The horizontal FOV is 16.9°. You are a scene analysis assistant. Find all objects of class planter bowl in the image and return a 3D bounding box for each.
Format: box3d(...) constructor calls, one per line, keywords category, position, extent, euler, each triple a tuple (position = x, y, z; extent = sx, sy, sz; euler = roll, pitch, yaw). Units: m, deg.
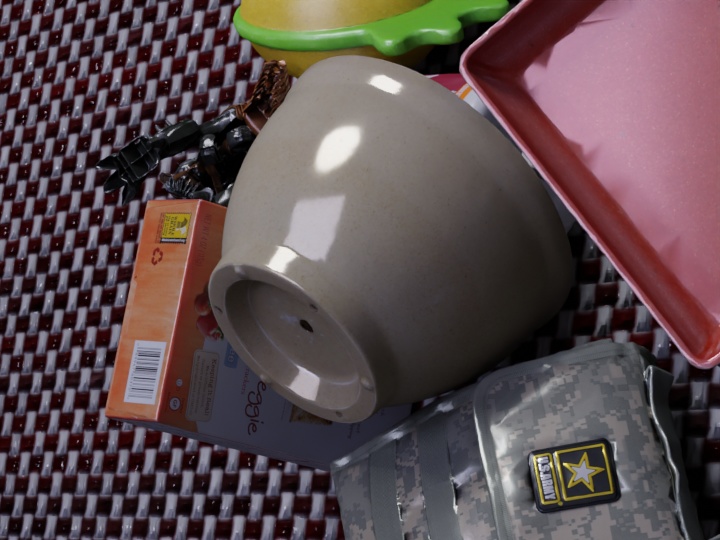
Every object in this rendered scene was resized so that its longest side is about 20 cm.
box3d(category="planter bowl", position=(0.000, 0.000, 1.357), extent=(0.200, 0.201, 0.135), euler=(4, 44, 49))

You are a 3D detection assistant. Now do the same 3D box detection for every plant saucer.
box3d(category="plant saucer", position=(0.180, -0.087, 1.145), extent=(0.199, 0.037, 0.200), euler=(-40, 71, 9))

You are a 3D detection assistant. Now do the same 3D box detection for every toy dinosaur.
box3d(category="toy dinosaur", position=(-0.091, -0.074, 1.604), extent=(0.102, 0.136, 0.201), euler=(34, 137, 31))

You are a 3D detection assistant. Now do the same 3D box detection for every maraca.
box3d(category="maraca", position=(0.006, -0.168, 1.551), extent=(0.200, 0.137, 0.107), euler=(13, 126, 44))

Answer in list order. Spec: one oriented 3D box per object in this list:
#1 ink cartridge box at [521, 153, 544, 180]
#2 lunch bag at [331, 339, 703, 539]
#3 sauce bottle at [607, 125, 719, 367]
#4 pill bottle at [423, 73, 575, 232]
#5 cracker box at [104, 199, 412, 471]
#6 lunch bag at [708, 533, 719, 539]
box3d(category="ink cartridge box", position=(0.198, -0.075, 1.301), extent=(0.200, 0.115, 0.068), euler=(-1, 76, 48))
box3d(category="lunch bag", position=(0.095, 0.146, 1.332), extent=(0.200, 0.117, 0.165), euler=(-31, 52, 30))
box3d(category="sauce bottle", position=(0.185, 0.004, 1.236), extent=(0.066, 0.200, 0.066), euler=(-30, 20, 12))
box3d(category="pill bottle", position=(0.034, -0.063, 1.485), extent=(0.200, 0.113, 0.113), euler=(2, 79, 49))
box3d(category="cracker box", position=(-0.051, 0.045, 1.476), extent=(0.058, 0.200, 0.135), euler=(2, 78, 47))
box3d(category="lunch bag", position=(0.175, 0.212, 1.189), extent=(0.200, 0.164, 0.118), euler=(-31, 58, 38))
